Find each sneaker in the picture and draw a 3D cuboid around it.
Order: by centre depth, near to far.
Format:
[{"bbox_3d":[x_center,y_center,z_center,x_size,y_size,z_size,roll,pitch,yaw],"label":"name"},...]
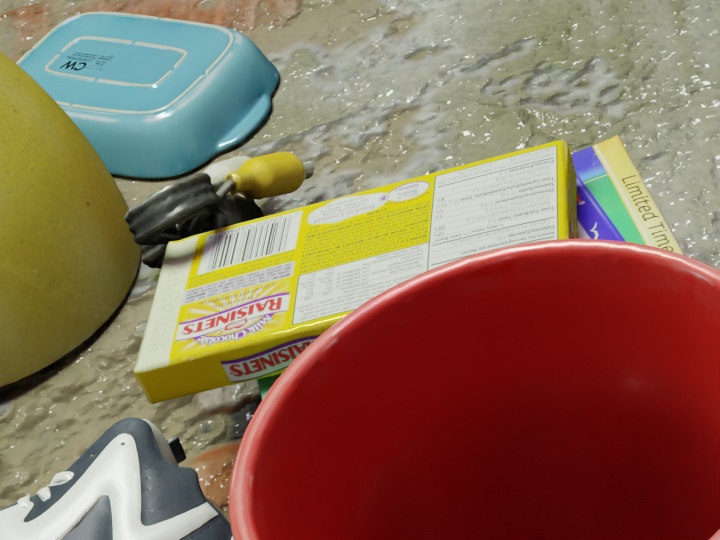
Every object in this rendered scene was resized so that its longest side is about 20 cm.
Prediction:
[{"bbox_3d":[-0.136,0.120,0.939,0.199,0.080,0.130,4,43,31],"label":"sneaker"}]

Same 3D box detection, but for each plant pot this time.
[{"bbox_3d":[0.075,0.117,0.753,0.200,0.178,0.201,-14,37,11],"label":"plant pot"},{"bbox_3d":[-0.230,-0.048,1.121,0.199,0.142,0.200,-7,38,6],"label":"plant pot"}]

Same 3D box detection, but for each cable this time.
[{"bbox_3d":[-0.091,-0.034,1.061,0.097,0.050,0.200,-22,-6,15],"label":"cable"}]

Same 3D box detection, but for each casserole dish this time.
[{"bbox_3d":[-0.143,-0.113,1.267,0.200,0.039,0.121,11,47,38],"label":"casserole dish"}]

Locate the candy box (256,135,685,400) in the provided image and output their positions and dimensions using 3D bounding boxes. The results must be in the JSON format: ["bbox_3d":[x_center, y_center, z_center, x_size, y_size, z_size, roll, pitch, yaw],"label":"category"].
[{"bbox_3d":[0.057,0.042,0.939,0.199,0.077,0.169,-20,35,1],"label":"candy box"}]

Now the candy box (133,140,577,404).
[{"bbox_3d":[0.000,0.000,0.936,0.199,0.026,0.102,-14,35,15],"label":"candy box"}]
